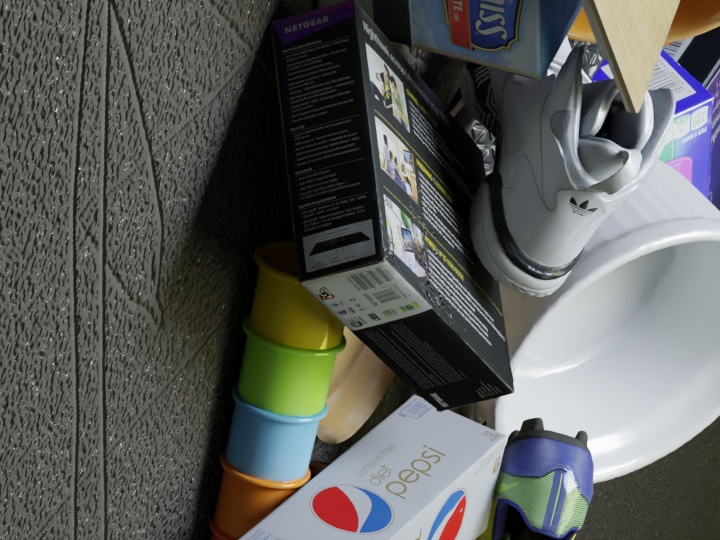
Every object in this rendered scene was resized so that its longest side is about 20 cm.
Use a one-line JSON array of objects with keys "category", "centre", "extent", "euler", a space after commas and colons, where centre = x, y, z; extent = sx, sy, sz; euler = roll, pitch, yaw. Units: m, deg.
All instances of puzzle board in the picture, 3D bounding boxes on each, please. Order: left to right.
[{"category": "puzzle board", "centre": [0.131, -0.196, 1.447], "extent": [0.151, 0.017, 0.200], "euler": [-68, 151, -26]}]

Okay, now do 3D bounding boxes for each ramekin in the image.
[{"category": "ramekin", "centre": [0.145, 0.025, 1.763], "extent": [0.200, 0.098, 0.201], "euler": [-19, 138, -18]}]

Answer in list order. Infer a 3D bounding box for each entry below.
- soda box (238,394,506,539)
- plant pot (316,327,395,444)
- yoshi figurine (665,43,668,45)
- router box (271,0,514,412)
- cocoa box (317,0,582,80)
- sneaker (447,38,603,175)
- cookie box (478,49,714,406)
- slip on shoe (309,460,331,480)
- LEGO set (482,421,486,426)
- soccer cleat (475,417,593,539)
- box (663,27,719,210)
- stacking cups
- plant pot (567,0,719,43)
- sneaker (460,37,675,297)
[{"category": "soda box", "centre": [0.004, 0.144, 1.591], "extent": [0.200, 0.063, 0.068], "euler": [-35, 142, -52]}, {"category": "plant pot", "centre": [0.000, 0.000, 1.681], "extent": [0.200, 0.027, 0.201], "euler": [17, 90, -72]}, {"category": "yoshi figurine", "centre": [0.128, -0.131, 1.883], "extent": [0.112, 0.113, 0.200], "euler": [-22, 149, -25]}, {"category": "router box", "centre": [0.019, -0.030, 1.526], "extent": [0.200, 0.051, 0.150], "euler": [45, 34, -59]}, {"category": "cocoa box", "centre": [0.057, -0.222, 1.486], "extent": [0.200, 0.131, 0.134], "euler": [86, 27, -47]}, {"category": "sneaker", "centre": [0.094, -0.131, 1.756], "extent": [0.200, 0.083, 0.072], "euler": [-51, 137, -30]}, {"category": "cookie box", "centre": [0.131, -0.025, 1.842], "extent": [0.171, 0.075, 0.200], "euler": [-24, 140, -18]}, {"category": "slip on shoe", "centre": [-0.050, 0.199, 1.646], "extent": [0.061, 0.074, 0.201], "euler": [42, 62, -57]}, {"category": "LEGO set", "centre": [0.119, 0.159, 1.940], "extent": [0.154, 0.116, 0.200], "euler": [-58, 180, 8]}, {"category": "soccer cleat", "centre": [0.085, 0.157, 1.724], "extent": [0.200, 0.064, 0.084], "euler": [119, -16, -61]}, {"category": "box", "centre": [0.198, -0.076, 2.080], "extent": [0.148, 0.104, 0.201], "euler": [-53, 153, -49]}, {"category": "stacking cups", "centre": [-0.044, 0.088, 1.569], "extent": [0.060, 0.060, 0.201], "euler": [-31, 134, -65]}, {"category": "plant pot", "centre": [0.155, -0.263, 1.680], "extent": [0.201, 0.199, 0.184], "euler": [86, 11, -47]}, {"category": "sneaker", "centre": [0.113, -0.090, 1.567], "extent": [0.115, 0.075, 0.201], "euler": [-45, -149, 41]}]
